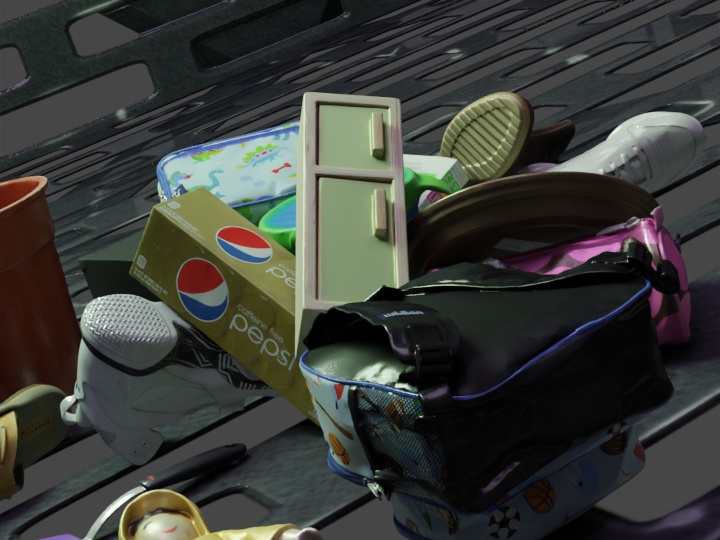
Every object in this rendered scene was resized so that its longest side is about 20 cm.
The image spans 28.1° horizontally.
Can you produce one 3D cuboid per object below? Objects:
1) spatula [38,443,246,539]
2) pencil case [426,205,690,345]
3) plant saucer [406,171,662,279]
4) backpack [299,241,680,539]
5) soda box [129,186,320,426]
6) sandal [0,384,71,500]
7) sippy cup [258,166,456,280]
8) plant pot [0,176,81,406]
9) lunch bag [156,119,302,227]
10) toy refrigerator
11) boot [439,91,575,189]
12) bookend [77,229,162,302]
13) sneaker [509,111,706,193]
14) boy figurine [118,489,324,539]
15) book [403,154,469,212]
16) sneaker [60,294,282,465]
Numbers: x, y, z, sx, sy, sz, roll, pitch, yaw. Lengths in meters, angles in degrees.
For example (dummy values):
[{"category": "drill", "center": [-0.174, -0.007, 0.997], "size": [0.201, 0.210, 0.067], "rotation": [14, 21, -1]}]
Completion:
[{"category": "spatula", "center": [-0.165, 0.166, 1.017], "size": [0.199, 0.021, 0.056], "rotation": [-27, 16, -27]}, {"category": "pencil case", "center": [0.132, 0.022, 1.020], "size": [0.199, 0.094, 0.091], "rotation": [-14, 17, 19]}, {"category": "plant saucer", "center": [0.126, -0.014, 1.072], "size": [0.199, 0.030, 0.200], "rotation": [-3, -25, -2]}, {"category": "backpack", "center": [0.065, 0.070, 0.840], "size": [0.199, 0.155, 0.190], "rotation": [-20, 20, -33]}, {"category": "soda box", "center": [-0.075, 0.024, 1.082], "size": [0.200, 0.068, 0.064], "rotation": [36, 33, 18]}, {"category": "sandal", "center": [-0.283, 0.150, 1.138], "size": [0.054, 0.081, 0.200], "rotation": [13, 25, 23]}, {"category": "sippy cup", "center": [0.000, 0.000, 1.176], "size": [0.177, 0.131, 0.140], "rotation": [-5, 20, 38]}, {"category": "plant pot", "center": [-0.345, 0.042, 1.316], "size": [0.200, 0.196, 0.201], "rotation": [-18, 16, 5]}, {"category": "lunch bag", "center": [-0.081, -0.070, 1.300], "size": [0.199, 0.083, 0.161], "rotation": [-13, 30, -9]}, {"category": "toy refrigerator", "center": [-0.007, -0.035, 1.041], "size": [0.075, 0.070, 0.201], "rotation": [4, 52, -6]}, {"category": "boot", "center": [0.151, -0.125, 1.402], "size": [0.166, 0.073, 0.200], "rotation": [-27, -17, -36]}, {"category": "bookend", "center": [-0.143, -0.010, 1.440], "size": [0.198, 0.093, 0.199], "rotation": [-31, 19, -34]}, {"category": "sneaker", "center": [0.223, -0.075, 1.302], "size": [0.199, 0.075, 0.100], "rotation": [-25, 22, 10]}, {"category": "boy figurine", "center": [-0.080, 0.176, 0.814], "size": [0.124, 0.065, 0.200], "rotation": [-27, 21, -19]}, {"category": "book", "center": [-0.003, -0.029, 1.338], "size": [0.133, 0.048, 0.200], "rotation": [3, 45, 51]}, {"category": "sneaker", "center": [-0.134, 0.090, 1.122], "size": [0.199, 0.115, 0.075], "rotation": [12, 31, -26]}]
